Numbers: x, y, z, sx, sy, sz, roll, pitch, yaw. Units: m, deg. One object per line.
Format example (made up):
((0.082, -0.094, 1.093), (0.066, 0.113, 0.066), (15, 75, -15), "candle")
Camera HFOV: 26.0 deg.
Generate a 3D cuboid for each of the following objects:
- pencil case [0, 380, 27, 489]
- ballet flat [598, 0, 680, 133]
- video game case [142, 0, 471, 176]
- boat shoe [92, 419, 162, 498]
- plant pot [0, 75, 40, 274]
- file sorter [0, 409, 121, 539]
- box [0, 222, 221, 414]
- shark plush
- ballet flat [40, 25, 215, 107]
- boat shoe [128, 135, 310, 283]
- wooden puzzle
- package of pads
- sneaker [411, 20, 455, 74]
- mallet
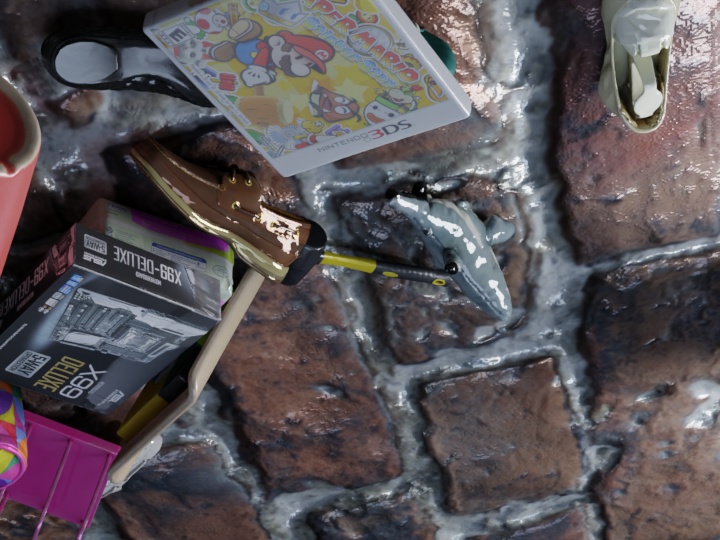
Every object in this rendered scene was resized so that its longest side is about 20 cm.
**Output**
((-0.370, 0.114, 1.511), (0.088, 0.201, 0.089), (-9, 140, -8), "pencil case")
((0.233, -0.187, 1.284), (0.069, 0.070, 0.201), (-8, 145, 2), "ballet flat")
((-0.039, -0.158, 1.208), (0.181, 0.023, 0.200), (-16, 139, 27), "video game case")
((-0.299, 0.232, 1.798), (0.069, 0.071, 0.199), (12, 149, -41), "boat shoe")
((-0.356, -0.068, 1.261), (0.199, 0.201, 0.178), (16, 130, -30), "plant pot")
((-0.384, 0.241, 1.681), (0.199, 0.126, 0.139), (22, 130, -7), "file sorter")
((-0.248, 0.050, 1.442), (0.157, 0.050, 0.200), (24, 135, -33), "box")
((0.092, -0.029, 1.473), (0.090, 0.084, 0.200), (-16, 145, 15), "shark plush")
((-0.160, -0.174, 1.266), (0.198, 0.057, 0.067), (4, 117, -23), "ballet flat")
((-0.124, -0.067, 1.408), (0.068, 0.072, 0.200), (-50, 126, 3), "boat shoe")
((-0.178, 0.099, 1.544), (0.037, 0.186, 0.200), (35, 132, -8), "wooden puzzle")
((-0.227, 0.023, 1.510), (0.154, 0.069, 0.200), (19, 139, -30), "package of pads")
((-0.005, -0.191, 1.232), (0.198, 0.072, 0.080), (11, 146, -22), "sneaker")
((0.000, 0.000, 1.544), (0.199, 0.041, 0.066), (16, 137, -35), "mallet")
